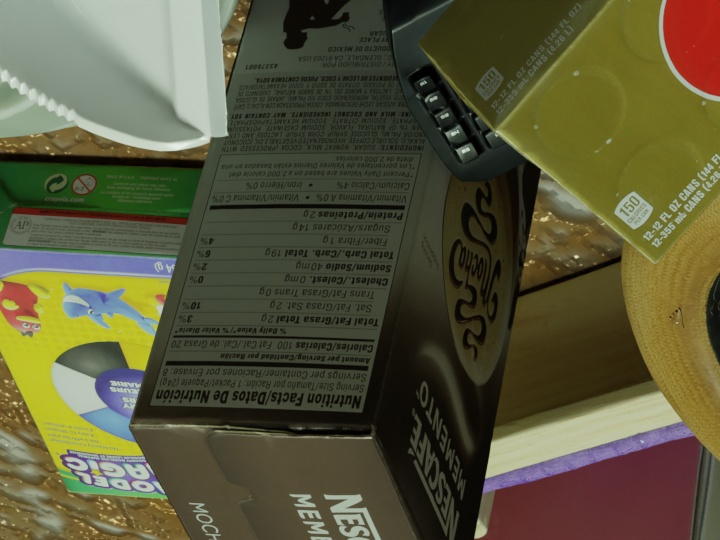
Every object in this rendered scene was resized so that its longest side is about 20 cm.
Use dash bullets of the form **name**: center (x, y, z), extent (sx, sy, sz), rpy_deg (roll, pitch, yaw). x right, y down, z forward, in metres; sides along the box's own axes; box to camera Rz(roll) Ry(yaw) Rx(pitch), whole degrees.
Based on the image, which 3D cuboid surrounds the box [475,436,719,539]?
- **box**: center (0.098, 0.140, 1.106), extent (0.199, 0.109, 0.128), rpy_deg (-22, 133, 39)

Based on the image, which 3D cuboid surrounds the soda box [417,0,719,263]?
- **soda box**: center (0.111, -0.105, 0.705), extent (0.068, 0.064, 0.200), rpy_deg (37, 99, -30)

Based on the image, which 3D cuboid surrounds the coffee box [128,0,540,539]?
- **coffee box**: center (0.000, 0.000, 0.863), extent (0.079, 0.201, 0.113), rpy_deg (0, 144, 18)

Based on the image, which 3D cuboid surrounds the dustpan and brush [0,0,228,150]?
- **dustpan and brush**: center (-0.122, -0.119, 0.728), extent (0.200, 0.057, 0.140), rpy_deg (36, 142, 38)

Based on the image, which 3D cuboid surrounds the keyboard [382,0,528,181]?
- **keyboard**: center (0.099, -0.094, 0.766), extent (0.199, 0.040, 0.104), rpy_deg (-28, 127, 9)

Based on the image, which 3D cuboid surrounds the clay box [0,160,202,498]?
- **clay box**: center (-0.078, 0.037, 1.074), extent (0.114, 0.048, 0.201), rpy_deg (3, 143, 15)

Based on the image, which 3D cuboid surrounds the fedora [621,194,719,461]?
- **fedora**: center (0.178, 0.015, 0.821), extent (0.200, 0.082, 0.201), rpy_deg (25, 148, 17)

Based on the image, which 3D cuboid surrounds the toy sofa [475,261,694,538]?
- **toy sofa**: center (0.111, 0.037, 0.981), extent (0.199, 0.083, 0.098), rpy_deg (-20, 132, 38)

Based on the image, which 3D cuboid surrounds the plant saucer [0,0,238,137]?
- **plant saucer**: center (-0.136, -0.096, 0.834), extent (0.199, 0.050, 0.201), rpy_deg (6, 143, 4)
